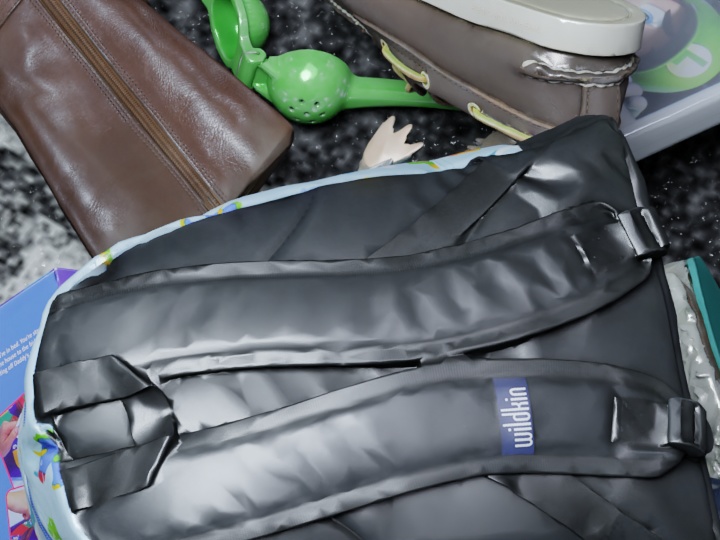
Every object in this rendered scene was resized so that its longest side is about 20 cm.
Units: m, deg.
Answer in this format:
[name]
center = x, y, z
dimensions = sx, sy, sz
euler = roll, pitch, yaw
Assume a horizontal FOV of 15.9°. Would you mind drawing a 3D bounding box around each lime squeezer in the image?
[lime squeezer]
center = -0.031, -0.105, 1.100
dimensions = 0.200, 0.038, 0.071
euler = 33, 70, 12

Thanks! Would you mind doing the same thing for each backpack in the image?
[backpack]
center = -0.009, 0.048, 0.815
dimensions = 0.199, 0.154, 0.164
euler = -8, 76, -23

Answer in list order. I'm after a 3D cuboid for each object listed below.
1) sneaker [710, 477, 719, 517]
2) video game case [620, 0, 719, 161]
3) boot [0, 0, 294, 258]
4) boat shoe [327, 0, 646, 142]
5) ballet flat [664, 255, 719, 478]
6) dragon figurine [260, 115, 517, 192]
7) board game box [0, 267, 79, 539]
[sneaker]
center = 0.047, 0.054, 0.902
dimensions = 0.199, 0.070, 0.082
euler = 10, 87, -1
[video game case]
center = 0.138, -0.141, 1.101
dimensions = 0.199, 0.023, 0.182
euler = -24, 54, -12
[boot]
center = -0.077, -0.107, 1.063
dimensions = 0.186, 0.064, 0.200
euler = -44, 61, 0
[boat shoe]
center = 0.040, -0.093, 1.032
dimensions = 0.072, 0.200, 0.060
euler = -6, 110, -32
[ballet flat]
center = 0.142, 0.090, 1.015
dimensions = 0.072, 0.072, 0.201
euler = -18, 69, -9
[dragon figurine]
center = 0.000, 0.000, 1.042
dimensions = 0.200, 0.099, 0.059
euler = -37, 64, -2
[board game box]
center = -0.144, 0.103, 0.940
dimensions = 0.200, 0.045, 0.135
euler = -31, 65, 33
